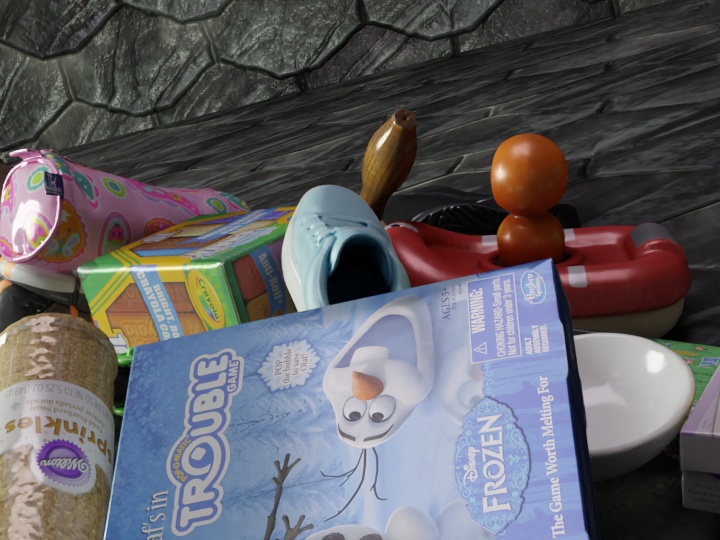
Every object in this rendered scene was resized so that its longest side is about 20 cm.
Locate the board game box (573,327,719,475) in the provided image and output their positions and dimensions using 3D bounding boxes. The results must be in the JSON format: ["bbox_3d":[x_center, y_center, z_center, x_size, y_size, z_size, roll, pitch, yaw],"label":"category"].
[{"bbox_3d":[0.132,0.064,0.699,0.199,0.024,0.105,7,24,37],"label":"board game box"}]

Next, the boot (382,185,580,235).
[{"bbox_3d":[0.059,-0.036,1.106,0.164,0.066,0.200,-3,12,-30],"label":"boot"}]

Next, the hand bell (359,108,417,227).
[{"bbox_3d":[0.004,-0.041,0.916,0.104,0.104,0.200,-22,-26,-27],"label":"hand bell"}]

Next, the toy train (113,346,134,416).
[{"bbox_3d":[-0.133,0.061,0.749,0.199,0.042,0.056,1,6,4],"label":"toy train"}]

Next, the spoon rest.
[{"bbox_3d":[0.065,0.083,0.604,0.200,0.061,0.099,-32,33,-20],"label":"spoon rest"}]

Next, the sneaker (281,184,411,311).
[{"bbox_3d":[0.000,0.000,0.751,0.074,0.082,0.200,6,38,-15],"label":"sneaker"}]

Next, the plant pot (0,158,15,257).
[{"bbox_3d":[-0.257,0.001,1.124,0.173,0.201,0.200,-1,13,-7],"label":"plant pot"}]

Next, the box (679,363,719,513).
[{"bbox_3d":[0.196,0.048,0.626,0.041,0.039,0.200,6,25,29],"label":"box"}]

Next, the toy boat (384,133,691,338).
[{"bbox_3d":[0.106,-0.022,0.851,0.199,0.131,0.131,-4,15,5],"label":"toy boat"}]

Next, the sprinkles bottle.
[{"bbox_3d":[-0.151,0.109,0.628,0.068,0.068,0.200,-14,40,3],"label":"sprinkles bottle"}]

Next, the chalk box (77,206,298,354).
[{"bbox_3d":[-0.069,0.032,0.887,0.199,0.125,0.124,-3,18,45],"label":"chalk box"}]

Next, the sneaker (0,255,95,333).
[{"bbox_3d":[-0.194,0.060,1.017,0.199,0.112,0.078,17,10,-21],"label":"sneaker"}]

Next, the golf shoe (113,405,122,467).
[{"bbox_3d":[-0.183,0.144,0.727,0.097,0.079,0.200,-28,2,25],"label":"golf shoe"}]

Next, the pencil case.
[{"bbox_3d":[-0.171,-0.035,0.988,0.087,0.088,0.200,-2,-9,43],"label":"pencil case"}]

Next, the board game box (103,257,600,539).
[{"bbox_3d":[-0.006,0.099,0.533,0.198,0.043,0.201,-13,46,14],"label":"board game box"}]
